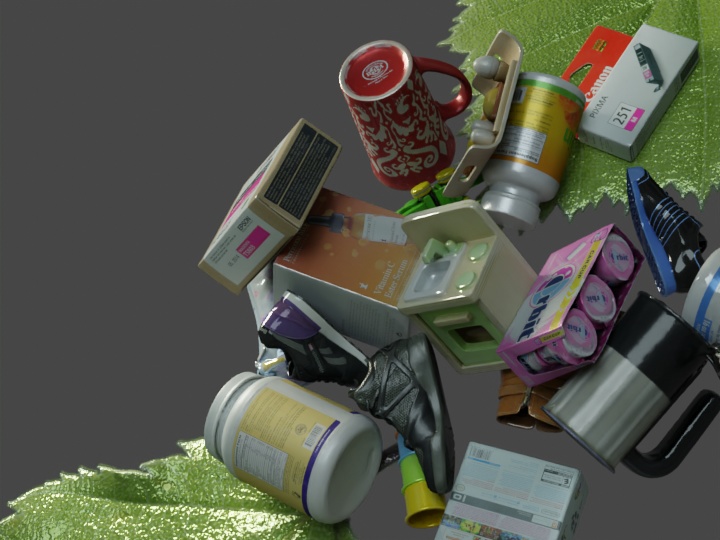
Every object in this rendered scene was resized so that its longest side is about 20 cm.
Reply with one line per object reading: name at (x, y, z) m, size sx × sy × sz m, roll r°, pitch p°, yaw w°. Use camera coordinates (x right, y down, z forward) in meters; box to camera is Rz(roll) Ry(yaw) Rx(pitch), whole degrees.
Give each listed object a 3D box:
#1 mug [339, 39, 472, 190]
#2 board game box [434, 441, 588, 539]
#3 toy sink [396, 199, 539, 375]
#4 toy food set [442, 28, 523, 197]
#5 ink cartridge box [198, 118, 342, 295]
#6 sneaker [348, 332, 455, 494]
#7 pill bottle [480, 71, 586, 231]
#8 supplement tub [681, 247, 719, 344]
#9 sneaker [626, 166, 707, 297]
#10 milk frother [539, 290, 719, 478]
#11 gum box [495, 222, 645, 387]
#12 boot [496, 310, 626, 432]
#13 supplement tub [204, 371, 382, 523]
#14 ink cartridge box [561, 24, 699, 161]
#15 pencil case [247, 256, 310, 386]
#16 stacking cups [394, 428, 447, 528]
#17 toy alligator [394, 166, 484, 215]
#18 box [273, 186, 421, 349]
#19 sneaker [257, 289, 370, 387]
mug at (0.060, -0.243, 1.810) m, size 0.133 × 0.200 × 0.178 m, roll 21°, pitch 69°, yaw 30°
board game box at (0.172, 0.324, 1.509) m, size 0.147 × 0.064 × 0.201 m, roll 12°, pitch 64°, yaw 27°
toy sink at (0.133, 0.028, 1.578) m, size 0.130 × 0.200 × 0.112 m, roll -12°, pitch 39°, yaw 43°
toy food set at (0.160, -0.213, 1.727) m, size 0.060 × 0.144 × 0.201 m, roll 20°, pitch 63°, yaw -4°
ink cartridge box at (-0.123, -0.085, 1.694) m, size 0.075 × 0.200 × 0.165 m, roll 35°, pitch 50°, yaw -11°
sneaker at (0.053, 0.187, 1.562) m, size 0.113 × 0.076 × 0.201 m, roll -17°, pitch 75°, yaw 11°
pill bottle at (0.233, -0.162, 1.740) m, size 0.110 × 0.111 × 0.201 m, roll 15°, pitch 81°, yaw 27°
supplement tub at (0.500, 0.064, 1.503) m, size 0.199 × 0.132 × 0.132 m, roll 29°, pitch 73°, yaw 33°
sneaker at (0.407, -0.057, 1.655) m, size 0.077 × 0.070 × 0.201 m, roll -13°, pitch 60°, yaw 2°
milk frother at (0.337, 0.149, 1.443) m, size 0.180 × 0.200 × 0.188 m, roll 41°, pitch 90°, yaw 4°
gum box at (0.253, 0.045, 1.515) m, size 0.113 × 0.066 × 0.200 m, roll -30°, pitch 20°, yaw 49°
boot at (0.266, 0.127, 1.578) m, size 0.199 × 0.077 × 0.156 m, roll 1°, pitch 54°, yaw 27°
supplement tub at (-0.087, 0.223, 1.616) m, size 0.199 × 0.146 × 0.146 m, roll 21°, pitch 69°, yaw 30°
ink cartridge box at (0.365, -0.271, 1.811) m, size 0.173 × 0.044 × 0.201 m, roll 26°, pitch 72°, yaw 30°
pencil case at (-0.110, 0.069, 1.755) m, size 0.090 × 0.083 × 0.201 m, roll -10°, pitch 56°, yaw -1°
stacking cups at (0.075, 0.225, 1.608) m, size 0.060 × 0.061 × 0.201 m, roll -14°, pitch 55°, yaw 12°
toy alligator at (0.090, -0.093, 1.801) m, size 0.199 × 0.060 × 0.054 m, roll -30°, pitch 15°, yaw 0°
box at (0.000, 0.000, 1.695) m, size 0.199 × 0.107 × 0.153 m, roll 19°, pitch 55°, yaw 10°
sneaker at (-0.052, 0.121, 1.657) m, size 0.088 × 0.200 × 0.076 m, roll -50°, pitch 16°, yaw -10°
